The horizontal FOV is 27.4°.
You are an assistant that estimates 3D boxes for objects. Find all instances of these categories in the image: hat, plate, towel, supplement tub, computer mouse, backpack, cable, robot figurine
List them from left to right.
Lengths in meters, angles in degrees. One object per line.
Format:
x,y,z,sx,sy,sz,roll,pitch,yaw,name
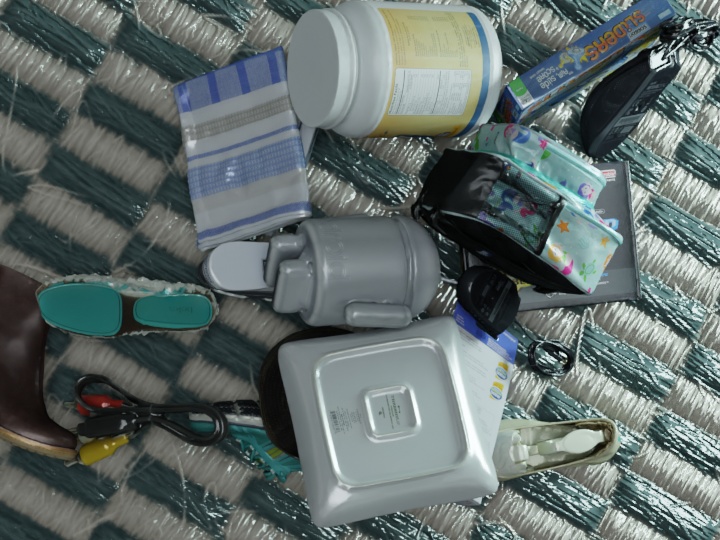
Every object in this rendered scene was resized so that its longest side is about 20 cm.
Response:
-0.238,0.157,1.614,0.198,0.050,0.098,-7,77,10,cable
-0.131,-0.131,1.615,0.146,0.024,0.201,-15,76,23,towel
-0.008,0.129,1.594,0.199,0.081,0.202,11,55,-16,hat
0.000,0.000,1.570,0.199,0.113,0.170,-3,46,-19,robot figurine
0.028,0.149,1.527,0.198,0.032,0.201,-9,70,-10,plate
0.036,-0.215,1.586,0.199,0.144,0.146,-3,88,-28,supplement tub
0.169,0.059,1.634,0.200,0.034,0.059,42,71,-33,computer mouse
0.176,-0.061,1.556,0.199,0.177,0.151,35,87,-14,backpack
0.307,-0.212,1.644,0.053,0.138,0.200,47,117,18,computer mouse

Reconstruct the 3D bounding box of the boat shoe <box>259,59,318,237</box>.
-0.089,-0.138,1.647,0.065,0.074,0.201,18,77,1,boat shoe

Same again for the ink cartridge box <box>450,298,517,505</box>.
0.106,0.141,1.611,0.119,0.042,0.201,35,63,-37,ink cartridge box

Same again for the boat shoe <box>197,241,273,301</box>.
-0.083,0.004,1.640,0.199,0.068,0.072,-1,81,-22,boat shoe

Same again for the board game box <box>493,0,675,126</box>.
0.244,-0.227,1.634,0.199,0.135,0.035,-32,84,-4,board game box

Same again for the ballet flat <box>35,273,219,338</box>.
-0.256,0.038,1.618,0.198,0.072,0.072,5,87,-15,ballet flat

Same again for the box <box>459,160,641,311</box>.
0.210,-0.036,1.669,0.198,0.046,0.160,-5,89,-4,box

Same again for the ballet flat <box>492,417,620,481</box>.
0.195,0.197,1.650,0.198,0.069,0.070,-9,88,-4,ballet flat

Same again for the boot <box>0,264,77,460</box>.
-0.363,0.097,1.600,0.199,0.072,0.167,26,84,12,boot

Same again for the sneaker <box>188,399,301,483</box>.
-0.096,0.193,1.629,0.199,0.078,0.080,16,96,-3,sneaker
